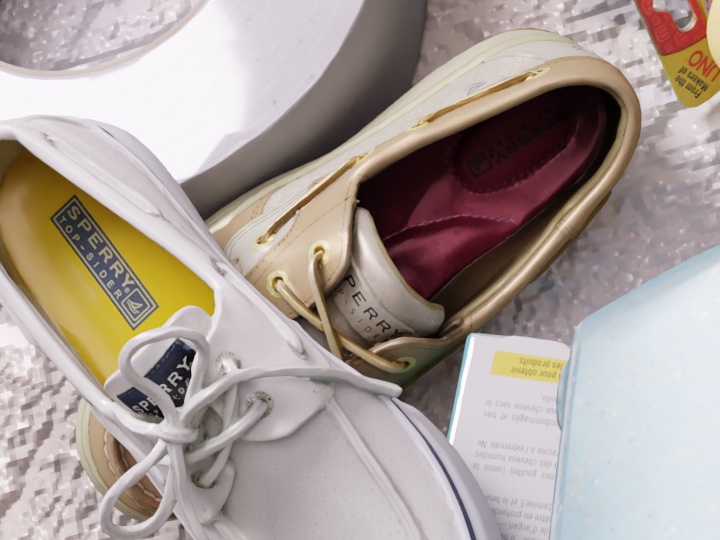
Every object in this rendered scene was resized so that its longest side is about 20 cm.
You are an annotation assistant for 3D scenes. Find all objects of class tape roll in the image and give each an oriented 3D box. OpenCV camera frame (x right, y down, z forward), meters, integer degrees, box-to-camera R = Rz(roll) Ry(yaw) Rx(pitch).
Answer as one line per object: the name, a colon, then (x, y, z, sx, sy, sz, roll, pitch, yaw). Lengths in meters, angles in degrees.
tape roll: (-0.081, -0.095, 0.859, 0.199, 0.066, 0.201, -4, 67, 10)

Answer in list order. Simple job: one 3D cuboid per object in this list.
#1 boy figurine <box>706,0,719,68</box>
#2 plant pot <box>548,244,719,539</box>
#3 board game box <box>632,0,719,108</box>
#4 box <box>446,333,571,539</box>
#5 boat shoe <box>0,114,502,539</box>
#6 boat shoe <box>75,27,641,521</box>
boy figurine: (0.189, -0.102, 0.744, 0.200, 0.124, 0.065, -31, 89, 12)
plant pot: (0.146, 0.088, 0.633, 0.199, 0.196, 0.197, 3, 69, 14)
board game box: (0.167, -0.130, 0.799, 0.200, 0.096, 0.030, -34, 43, -2)
box: (0.054, 0.122, 0.743, 0.082, 0.049, 0.201, 7, 69, 16)
boat shoe: (-0.043, 0.032, 0.715, 0.075, 0.086, 0.202, -44, 74, 14)
boat shoe: (0.000, 0.000, 0.785, 0.200, 0.066, 0.074, -43, 105, -7)
